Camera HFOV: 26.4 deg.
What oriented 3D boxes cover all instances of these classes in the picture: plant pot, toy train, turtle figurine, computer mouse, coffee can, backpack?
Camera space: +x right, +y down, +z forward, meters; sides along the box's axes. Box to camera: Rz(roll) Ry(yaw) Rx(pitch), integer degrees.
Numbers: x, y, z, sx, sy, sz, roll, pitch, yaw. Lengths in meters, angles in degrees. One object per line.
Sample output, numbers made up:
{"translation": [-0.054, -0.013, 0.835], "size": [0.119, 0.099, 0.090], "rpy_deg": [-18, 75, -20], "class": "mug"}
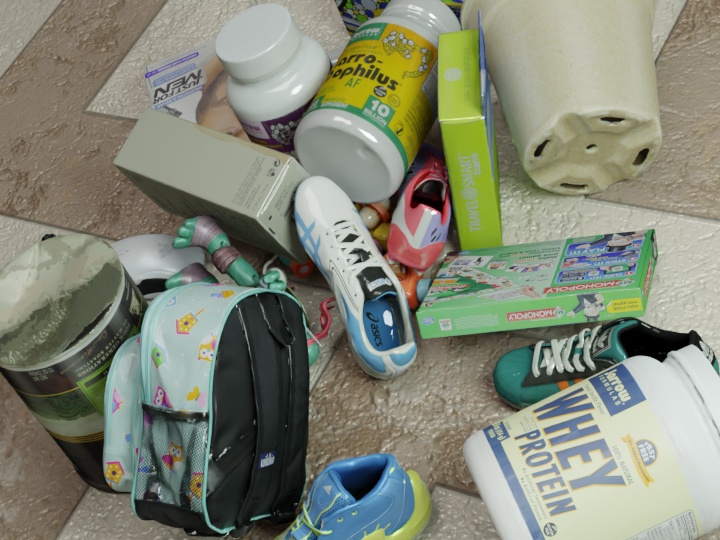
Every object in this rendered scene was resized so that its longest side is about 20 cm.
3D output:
{"translation": [0.206, -0.184, 1.465], "size": [0.198, 0.201, 0.185], "rpy_deg": [-15, 57, 11], "class": "plant pot"}
{"translation": [-0.017, -0.019, 1.497], "size": [0.198, 0.056, 0.151], "rpy_deg": [1, 51, 24], "class": "toy train"}
{"translation": [-0.103, 0.043, 1.454], "size": [0.200, 0.100, 0.151], "rpy_deg": [42, 118, 28], "class": "turtle figurine"}
{"translation": [-0.258, -0.005, 1.600], "size": [0.197, 0.044, 0.111], "rpy_deg": [-9, 47, 17], "class": "computer mouse"}
{"translation": [-0.242, 0.087, 1.401], "size": [0.145, 0.201, 0.148], "rpy_deg": [-13, 47, 14], "class": "coffee can"}
{"translation": [-0.125, 0.108, 1.307], "size": [0.152, 0.175, 0.203], "rpy_deg": [12, 96, 29], "class": "backpack"}

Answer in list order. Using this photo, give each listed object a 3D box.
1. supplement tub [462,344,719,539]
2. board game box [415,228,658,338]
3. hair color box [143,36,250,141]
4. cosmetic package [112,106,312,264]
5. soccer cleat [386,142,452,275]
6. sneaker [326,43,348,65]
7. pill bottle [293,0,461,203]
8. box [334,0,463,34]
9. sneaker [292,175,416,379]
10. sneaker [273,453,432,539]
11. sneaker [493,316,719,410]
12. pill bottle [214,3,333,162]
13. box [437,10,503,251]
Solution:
{"translation": [0.193, 0.155, 1.184], "size": [0.198, 0.146, 0.146], "rpy_deg": [-26, 45, 1], "class": "supplement tub"}
{"translation": [0.160, 0.011, 1.370], "size": [0.197, 0.029, 0.135], "rpy_deg": [-6, 23, 20], "class": "board game box"}
{"translation": [-0.169, -0.165, 1.689], "size": [0.108, 0.065, 0.201], "rpy_deg": [-22, 47, 4], "class": "hair color box"}
{"translation": [-0.133, -0.084, 1.502], "size": [0.199, 0.104, 0.074], "rpy_deg": [23, 76, 34], "class": "cosmetic package"}
{"translation": [0.064, -0.076, 1.468], "size": [0.066, 0.077, 0.201], "rpy_deg": [22, 35, -6], "class": "soccer cleat"}
{"translation": [0.009, -0.202, 1.644], "size": [0.198, 0.074, 0.083], "rpy_deg": [-23, 52, 16], "class": "sneaker"}
{"translation": [0.024, -0.172, 1.480], "size": [0.112, 0.113, 0.201], "rpy_deg": [8, 52, 30], "class": "pill bottle"}
{"translation": [0.070, -0.296, 1.692], "size": [0.198, 0.070, 0.065], "rpy_deg": [13, 58, 33], "class": "box"}
{"translation": [0.000, 0.000, 1.402], "size": [0.071, 0.072, 0.202], "rpy_deg": [-19, 78, -31], "class": "sneaker"}
{"translation": [-0.039, 0.213, 1.265], "size": [0.199, 0.106, 0.076], "rpy_deg": [-34, 45, -8], "class": "sneaker"}
{"translation": [0.202, 0.074, 1.296], "size": [0.197, 0.080, 0.072], "rpy_deg": [-3, 49, 22], "class": "sneaker"}
{"translation": [-0.068, -0.166, 1.543], "size": [0.111, 0.201, 0.113], "rpy_deg": [-16, 44, 16], "class": "pill bottle"}
{"translation": [0.102, -0.125, 1.432], "size": [0.047, 0.201, 0.123], "rpy_deg": [-5, 48, 7], "class": "box"}
